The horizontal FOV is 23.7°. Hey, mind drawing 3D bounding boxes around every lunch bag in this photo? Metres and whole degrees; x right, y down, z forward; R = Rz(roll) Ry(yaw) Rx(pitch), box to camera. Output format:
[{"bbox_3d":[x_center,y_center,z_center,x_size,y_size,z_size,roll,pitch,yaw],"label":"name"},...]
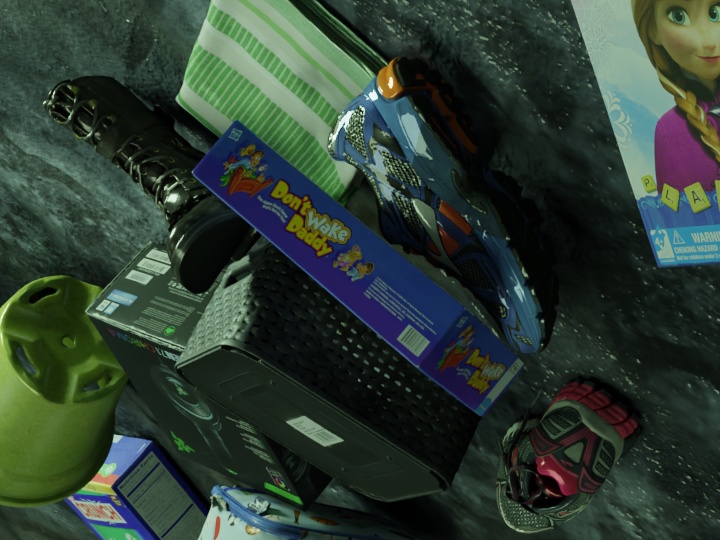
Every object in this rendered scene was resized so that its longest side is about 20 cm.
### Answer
[{"bbox_3d":[-0.042,0.241,1.496,0.199,0.076,0.160,16,-179,-24],"label":"lunch bag"}]

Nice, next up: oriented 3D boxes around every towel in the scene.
[{"bbox_3d":[-0.048,-0.114,1.127,0.152,0.023,0.200,41,154,2],"label":"towel"}]

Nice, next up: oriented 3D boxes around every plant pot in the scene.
[{"bbox_3d":[-0.304,0.101,1.643,0.200,0.200,0.184,42,142,-1],"label":"plant pot"}]

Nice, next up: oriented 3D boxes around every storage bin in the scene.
[{"bbox_3d":[-0.019,0.077,1.253,0.200,0.094,0.135,35,156,-15],"label":"storage bin"}]

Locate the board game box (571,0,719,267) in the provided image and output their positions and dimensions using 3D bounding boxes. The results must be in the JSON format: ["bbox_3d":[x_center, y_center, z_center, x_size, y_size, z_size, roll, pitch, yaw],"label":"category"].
[{"bbox_3d":[0.179,-0.103,0.742,0.200,0.041,0.201,-5,108,57],"label":"board game box"}]

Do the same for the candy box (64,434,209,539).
[{"bbox_3d":[-0.240,0.276,1.921,0.169,0.077,0.200,1,132,54],"label":"candy box"}]

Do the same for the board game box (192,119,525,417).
[{"bbox_3d":[0.000,0.000,1.066,0.200,0.045,0.134,40,179,26],"label":"board game box"}]

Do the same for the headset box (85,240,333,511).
[{"bbox_3d":[-0.108,0.092,1.444,0.174,0.093,0.200,17,146,41],"label":"headset box"}]

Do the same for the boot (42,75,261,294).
[{"bbox_3d":[-0.150,-0.070,1.196,0.174,0.069,0.200,37,-166,2],"label":"boot"}]

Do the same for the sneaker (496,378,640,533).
[{"bbox_3d":[0.129,0.145,1.224,0.080,0.075,0.200,36,154,10],"label":"sneaker"}]

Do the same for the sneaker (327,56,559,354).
[{"bbox_3d":[0.054,-0.032,1.035,0.078,0.075,0.200,-27,103,29],"label":"sneaker"}]
